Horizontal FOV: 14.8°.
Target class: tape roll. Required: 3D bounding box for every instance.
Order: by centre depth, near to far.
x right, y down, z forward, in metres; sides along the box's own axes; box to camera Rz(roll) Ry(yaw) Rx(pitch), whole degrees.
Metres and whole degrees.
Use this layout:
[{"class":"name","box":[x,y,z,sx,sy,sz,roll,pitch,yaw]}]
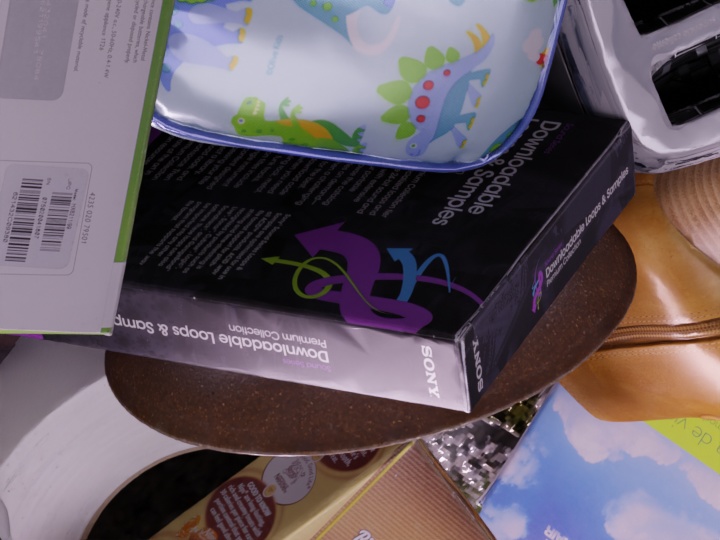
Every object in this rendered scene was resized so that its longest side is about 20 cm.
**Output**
[{"class":"tape roll","box":[-0.074,0.098,1.115,0.202,0.071,0.203,-11,121,-18]}]

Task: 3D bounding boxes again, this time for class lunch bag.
[{"class":"lunch bag","box":[-0.005,-0.138,0.910,0.160,0.082,0.200,6,115,-18]}]

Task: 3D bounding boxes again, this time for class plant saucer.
[{"class":"plant saucer","box":[0.000,0.000,1.014,0.200,0.200,0.037,-19,117,-13]}]

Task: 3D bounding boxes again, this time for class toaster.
[{"class":"toaster","box":[0.124,-0.104,1.037,0.200,0.129,0.114,-23,101,-11]}]

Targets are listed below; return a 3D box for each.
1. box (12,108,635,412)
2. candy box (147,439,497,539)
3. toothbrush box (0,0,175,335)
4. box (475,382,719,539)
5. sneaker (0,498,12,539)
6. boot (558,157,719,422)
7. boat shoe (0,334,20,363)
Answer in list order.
[{"class":"box","box":[-0.021,-0.016,0.968,0.143,0.200,0.036,-49,137,-45]},{"class":"candy box","box":[-0.040,0.148,1.081,0.200,0.055,0.115,-36,124,0]},{"class":"toothbrush box","box":[-0.135,-0.088,0.902,0.086,0.200,0.146,1,117,-25]},{"class":"box","box":[0.138,0.071,1.154,0.200,0.122,0.048,-60,166,25]},{"class":"sneaker","box":[-0.193,0.133,1.043,0.075,0.081,0.200,-24,156,-44]},{"class":"boot","box":[0.155,0.043,1.085,0.201,0.144,0.071,55,44,-11]},{"class":"boat shoe","box":[-0.205,-0.002,1.002,0.200,0.072,0.065,13,107,-35]}]
